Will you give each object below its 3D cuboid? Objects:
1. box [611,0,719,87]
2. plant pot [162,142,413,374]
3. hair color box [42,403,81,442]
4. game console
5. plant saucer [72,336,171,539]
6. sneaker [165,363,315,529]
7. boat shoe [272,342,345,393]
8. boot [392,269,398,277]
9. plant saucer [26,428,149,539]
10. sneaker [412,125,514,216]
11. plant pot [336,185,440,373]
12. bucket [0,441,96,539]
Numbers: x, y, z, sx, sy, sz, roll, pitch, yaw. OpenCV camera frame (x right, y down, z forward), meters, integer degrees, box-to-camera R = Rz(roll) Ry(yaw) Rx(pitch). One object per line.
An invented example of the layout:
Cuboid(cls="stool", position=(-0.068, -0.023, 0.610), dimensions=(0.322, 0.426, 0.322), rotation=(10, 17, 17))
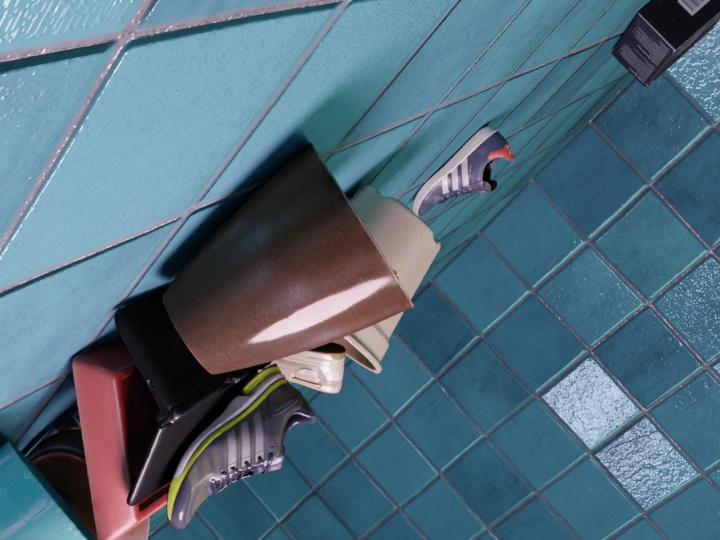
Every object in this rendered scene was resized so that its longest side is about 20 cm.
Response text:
Cuboid(cls="box", position=(0.612, -0.482, 2.067), dimensions=(0.200, 0.104, 0.182), rotation=(-41, 172, -11))
Cuboid(cls="plant pot", position=(-0.081, 0.009, 1.030), dimensions=(0.200, 0.187, 0.187), rotation=(-32, 173, 1))
Cuboid(cls="hair color box", position=(-0.306, 0.210, 1.239), dimensions=(0.200, 0.099, 0.061), rotation=(-45, 171, 22))
Cuboid(cls="game console", position=(-0.190, 0.116, 1.108), dimensions=(0.116, 0.176, 0.200), rotation=(-29, 179, 25))
Cuboid(cls="plant saucer", position=(-0.217, 0.162, 1.131), dimensions=(0.037, 0.200, 0.200), rotation=(-1, -170, 22))
Cuboid(cls="sneaker", position=(-0.125, 0.190, 1.107), dimensions=(0.200, 0.081, 0.074), rotation=(-50, 166, -22))
Cuboid(cls="boat shoe", position=(-0.117, 0.114, 1.364), dimensions=(0.072, 0.200, 0.065), rotation=(-36, 133, -69))
Cuboid(cls="boot", position=(-0.032, 0.008, 1.184), dimensions=(0.155, 0.074, 0.200), rotation=(-8, -143, 19))
Cuboid(cls="plant saucer", position=(-0.325, 0.276, 1.178), dimensions=(0.200, 0.200, 0.034), rotation=(-44, 159, 13))
Cuboid(cls="sneaker", position=(0.173, -0.145, 1.771), dimensions=(0.200, 0.085, 0.075), rotation=(-45, 172, 26))
Cuboid(cls="plant pot", position=(0.000, 0.000, 1.377), dimensions=(0.184, 0.200, 0.200), rotation=(-52, 174, -9))
Cuboid(cls="bucket", position=(-0.345, 0.276, 1.049), dimensions=(0.135, 0.207, 0.207), rotation=(-40, 173, -18))
